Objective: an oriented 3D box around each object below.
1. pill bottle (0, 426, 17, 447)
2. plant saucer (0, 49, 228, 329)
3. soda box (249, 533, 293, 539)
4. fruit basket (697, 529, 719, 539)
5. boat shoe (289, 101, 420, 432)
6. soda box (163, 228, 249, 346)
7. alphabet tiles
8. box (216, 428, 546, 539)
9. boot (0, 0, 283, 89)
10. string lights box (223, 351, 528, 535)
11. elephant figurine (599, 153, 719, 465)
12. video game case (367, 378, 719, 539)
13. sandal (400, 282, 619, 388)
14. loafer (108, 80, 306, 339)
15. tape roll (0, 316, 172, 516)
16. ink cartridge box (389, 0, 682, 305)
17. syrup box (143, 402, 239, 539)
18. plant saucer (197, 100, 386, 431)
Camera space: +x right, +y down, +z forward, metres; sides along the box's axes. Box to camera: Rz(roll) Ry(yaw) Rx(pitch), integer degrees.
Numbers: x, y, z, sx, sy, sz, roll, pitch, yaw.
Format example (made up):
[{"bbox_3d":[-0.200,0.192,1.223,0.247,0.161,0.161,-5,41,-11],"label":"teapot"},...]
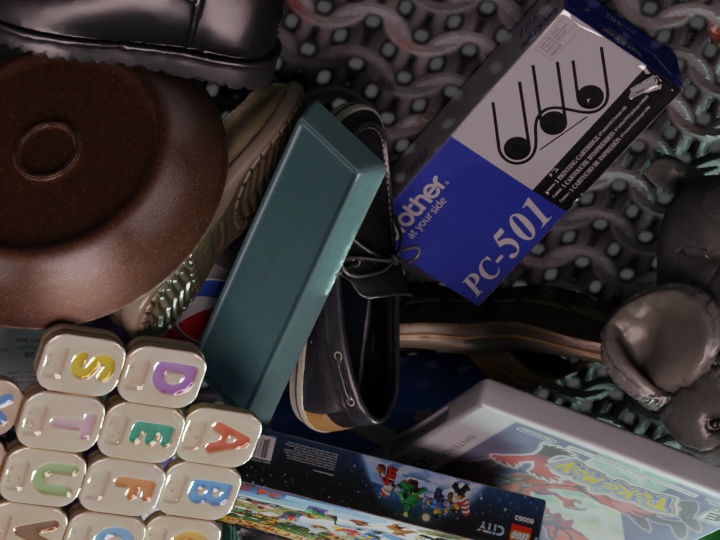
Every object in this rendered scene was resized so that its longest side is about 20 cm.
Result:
[{"bbox_3d":[-0.253,0.199,1.734,0.114,0.200,0.115,-1,126,-1],"label":"pill bottle"},{"bbox_3d":[-0.177,-0.061,1.548,0.199,0.201,0.037,-11,148,7],"label":"plant saucer"},{"bbox_3d":[-0.013,0.242,1.809,0.063,0.070,0.200,-29,142,15],"label":"soda box"},{"bbox_3d":[0.302,0.194,1.797,0.199,0.094,0.186,-9,124,-18],"label":"fruit basket"},{"bbox_3d":[0.000,0.000,1.603,0.062,0.074,0.201,8,95,40],"label":"boat shoe"},{"bbox_3d":[-0.122,-0.005,1.664,0.199,0.064,0.070,26,120,-18],"label":"soda box"},{"bbox_3d":[-0.163,0.121,1.559,0.195,0.015,0.201,10,119,-22],"label":"alphabet tiles"},{"bbox_3d":[0.004,0.150,1.675,0.199,0.038,0.137,15,162,-5],"label":"box"},{"bbox_3d":[-0.125,-0.202,1.525,0.199,0.077,0.169,11,120,-2],"label":"boot"},{"bbox_3d":[0.014,0.112,1.762,0.199,0.059,0.103,-5,129,3],"label":"string lights box"},{"bbox_3d":[0.215,0.049,1.607,0.141,0.155,0.201,27,88,-12],"label":"elephant figurine"},{"bbox_3d":[0.122,0.134,1.680,0.199,0.023,0.182,21,153,-18],"label":"video game case"},{"bbox_3d":[0.093,0.047,1.703,0.199,0.080,0.054,3,113,4],"label":"sandal"},{"bbox_3d":[-0.099,-0.048,1.583,0.068,0.200,0.076,28,146,14],"label":"loafer"},{"bbox_3d":[-0.218,0.097,1.661,0.199,0.200,0.066,-2,127,0],"label":"tape roll"},{"bbox_3d":[0.097,-0.076,1.637,0.094,0.044,0.200,31,120,-19],"label":"ink cartridge box"},{"bbox_3d":[-0.132,0.169,1.789,0.081,0.079,0.201,-12,125,7],"label":"syrup box"},{"bbox_3d":[-0.048,0.000,1.586,0.019,0.070,0.201,-9,134,-47],"label":"plant saucer"}]
